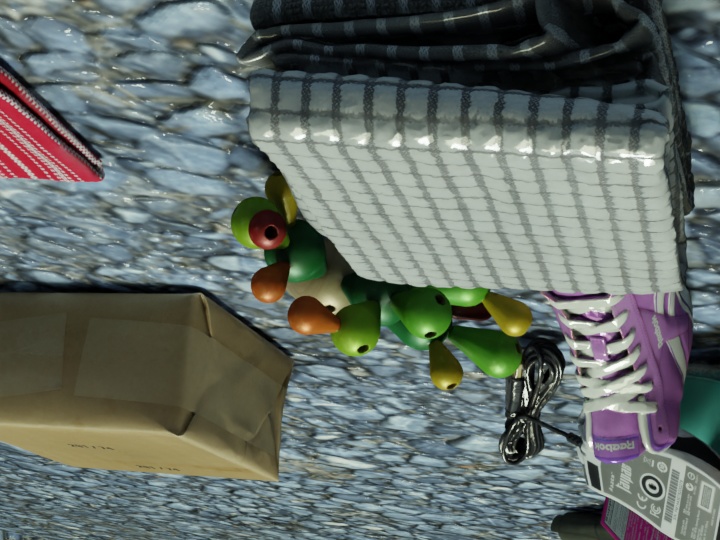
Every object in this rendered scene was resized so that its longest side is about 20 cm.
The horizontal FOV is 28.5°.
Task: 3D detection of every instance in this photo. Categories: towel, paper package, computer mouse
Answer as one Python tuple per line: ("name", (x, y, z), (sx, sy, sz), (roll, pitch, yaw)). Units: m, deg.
("towel", (-0.251, -0.076, 0.739), (0.197, 0.023, 0.145), (2, 162, 17))
("paper package", (-0.175, 0.090, 1.080), (0.197, 0.105, 0.191), (0, 162, 21))
("computer mouse", (0.182, 0.124, 0.969), (0.199, 0.111, 0.044), (28, -140, 34))
("towel", (0.052, -0.055, 0.584), (0.163, 0.087, 0.200), (4, 163, 17))

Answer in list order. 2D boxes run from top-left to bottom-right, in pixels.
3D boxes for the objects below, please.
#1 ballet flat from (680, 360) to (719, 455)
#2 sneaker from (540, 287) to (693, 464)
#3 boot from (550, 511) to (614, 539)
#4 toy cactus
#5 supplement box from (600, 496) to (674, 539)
("ballet flat", (0.275, 0.099, 0.995), (0.197, 0.073, 0.072), (5, 162, 13))
("sneaker", (0.144, 0.045, 0.797), (0.072, 0.116, 0.200), (-2, 159, 32))
("boot", (0.332, 0.319, 1.642), (0.199, 0.078, 0.138), (33, 156, -27))
("toy cactus", (0.000, 0.000, 0.793), (0.198, 0.104, 0.164), (16, 180, -30))
("supplement box", (0.264, 0.181, 1.071), (0.100, 0.105, 0.200), (9, -172, -8))
